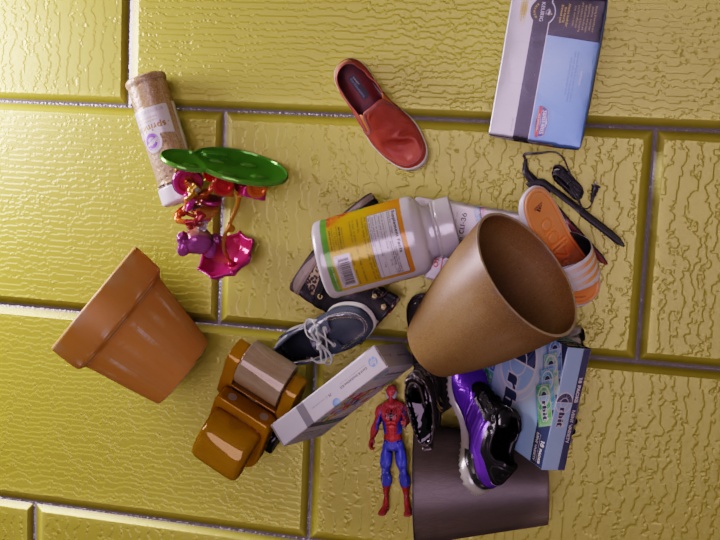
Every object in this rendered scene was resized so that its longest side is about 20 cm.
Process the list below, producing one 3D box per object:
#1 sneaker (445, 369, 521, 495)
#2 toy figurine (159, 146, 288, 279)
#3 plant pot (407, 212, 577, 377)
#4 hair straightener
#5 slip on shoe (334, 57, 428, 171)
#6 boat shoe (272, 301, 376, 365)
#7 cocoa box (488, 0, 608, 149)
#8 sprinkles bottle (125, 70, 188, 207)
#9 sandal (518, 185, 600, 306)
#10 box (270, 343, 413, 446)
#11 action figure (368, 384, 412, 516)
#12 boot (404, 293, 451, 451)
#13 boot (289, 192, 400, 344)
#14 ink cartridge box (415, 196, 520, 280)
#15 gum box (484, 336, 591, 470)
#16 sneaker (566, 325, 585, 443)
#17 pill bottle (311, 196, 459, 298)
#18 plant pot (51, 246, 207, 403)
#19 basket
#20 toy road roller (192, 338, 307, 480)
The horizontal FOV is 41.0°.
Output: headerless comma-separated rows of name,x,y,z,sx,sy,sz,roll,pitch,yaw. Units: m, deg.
sneaker,0.183,0.202,1.350,0.099,0.069,0.204,-36,52,44
toy figurine,-0.221,-0.077,1.460,0.196,0.150,0.187,3,114,-29
plant pot,0.161,0.058,1.311,0.187,0.186,0.200,50,126,3
hair straightener,0.313,-0.105,1.400,0.077,0.041,0.200,-44,82,13
slip on shoe,0.027,-0.231,1.433,0.074,0.061,0.201,-37,89,12
boat shoe,-0.060,0.101,1.449,0.198,0.062,0.076,-17,106,39
cocoa box,0.261,-0.276,1.338,0.129,0.133,0.204,11,98,10
sprinkles bottle,-0.306,-0.204,1.505,0.067,0.068,0.204,-17,92,13
sandal,0.288,-0.025,1.355,0.079,0.059,0.208,-42,116,-12
box,-0.022,0.183,1.439,0.199,0.156,0.041,-40,76,12
action figure,0.047,0.280,1.469,0.064,0.099,0.205,-1,94,11
boot,0.096,0.142,1.399,0.068,0.174,0.204,-12,93,17
boot,0.000,0.000,1.457,0.150,0.073,0.201,42,107,6
ink cartridge box,0.163,-0.037,1.420,0.196,0.067,0.119,10,98,11
gum box,0.234,0.163,1.367,0.044,0.199,0.174,6,101,-26
sneaker,0.278,0.178,1.400,0.079,0.075,0.204,4,69,20
pill bottle,0.039,-0.039,1.355,0.196,0.111,0.113,-15,93,7
plant pot,-0.344,0.099,1.496,0.183,0.201,0.201,40,103,-11
basket,0.178,0.314,1.426,0.195,0.136,0.184,-1,80,7
toy road roller,-0.176,0.221,1.461,0.121,0.146,0.202,29,130,7
